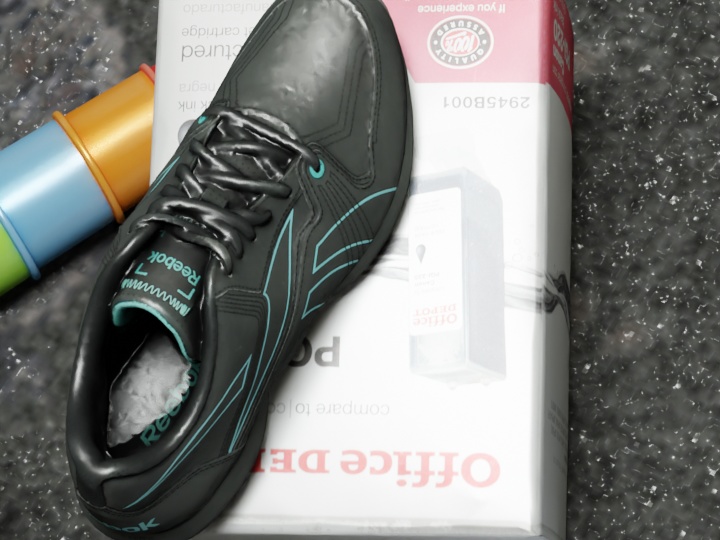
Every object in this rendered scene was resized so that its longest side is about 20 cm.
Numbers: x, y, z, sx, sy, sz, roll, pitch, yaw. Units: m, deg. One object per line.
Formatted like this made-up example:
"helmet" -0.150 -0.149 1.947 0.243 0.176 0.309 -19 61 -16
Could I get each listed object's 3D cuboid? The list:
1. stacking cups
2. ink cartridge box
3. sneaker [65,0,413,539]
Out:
"stacking cups" -0.123 -0.031 0.898 0.199 0.061 0.061 -34 64 -7
"ink cartridge box" 0.000 0.000 0.826 0.145 0.085 0.201 0 80 10
"sneaker" -0.039 -0.006 0.751 0.075 0.079 0.201 19 82 15
